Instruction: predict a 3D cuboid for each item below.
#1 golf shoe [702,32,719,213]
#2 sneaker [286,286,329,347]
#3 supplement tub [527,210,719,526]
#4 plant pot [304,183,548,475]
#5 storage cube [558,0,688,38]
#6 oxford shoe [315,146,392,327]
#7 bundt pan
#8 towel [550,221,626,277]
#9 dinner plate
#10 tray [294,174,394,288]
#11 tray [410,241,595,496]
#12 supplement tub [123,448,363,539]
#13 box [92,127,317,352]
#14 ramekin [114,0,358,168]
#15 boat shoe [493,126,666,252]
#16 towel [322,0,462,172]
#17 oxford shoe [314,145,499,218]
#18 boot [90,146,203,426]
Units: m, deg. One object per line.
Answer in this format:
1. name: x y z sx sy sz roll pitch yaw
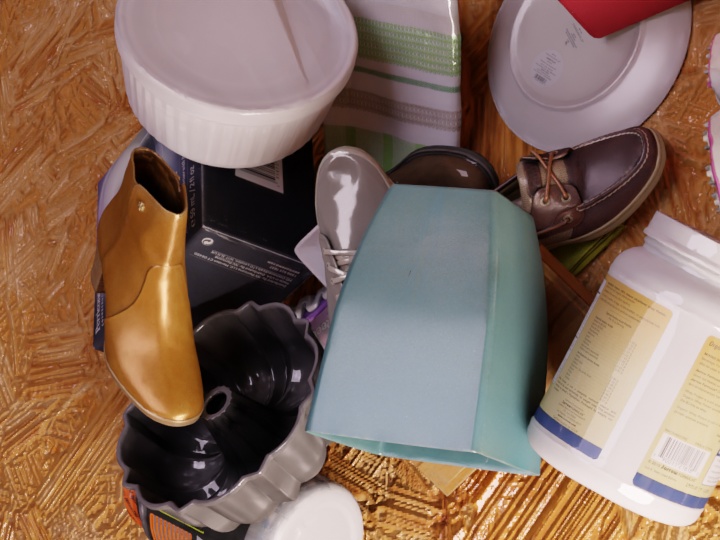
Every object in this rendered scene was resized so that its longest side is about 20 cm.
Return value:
1. golf shoe: 0.306 -0.106 1.497 0.091 0.075 0.200 -11 53 24
2. sneaker: -0.003 0.048 1.728 0.200 0.080 0.089 -35 62 33
3. supplement tub: 0.227 0.071 1.481 0.144 0.144 0.200 33 98 41
4. plant pot: 0.065 0.042 1.529 0.141 0.141 0.200 5 79 25
5. storage cube: 0.212 -0.315 1.567 0.200 0.180 0.171 -22 64 20
6. oxford shoe: 0.000 0.000 1.621 0.075 0.058 0.200 -1 103 20
7. bundt pan: -0.098 0.127 1.642 0.202 0.076 0.202 -23 44 23
8. towel: 0.128 -0.001 1.668 0.200 0.018 0.086 -44 54 21
9. dinner plate: 0.184 -0.196 1.677 0.200 0.024 0.200 -13 69 38
10. tray: 0.048 0.020 1.652 0.107 0.022 0.200 -43 88 22
11. tray: 0.105 0.080 1.617 0.099 0.037 0.200 44 109 0
12. supplement tub: -0.105 0.210 1.729 0.200 0.122 0.123 20 90 41
13. box: -0.141 -0.041 1.778 0.198 0.123 0.200 -46 36 39
14. ramekin: -0.108 -0.174 1.686 0.094 0.202 0.203 105 146 -50
15. boat shoe: 0.151 -0.060 1.611 0.200 0.072 0.072 -28 56 31
16. towel: 0.020 -0.172 1.724 0.149 0.031 0.200 15 119 35
17. oxford shoe: 0.033 -0.049 1.708 0.200 0.073 0.084 -18 27 41
18. boot: -0.164 0.010 1.614 0.201 0.071 0.144 61 143 35
